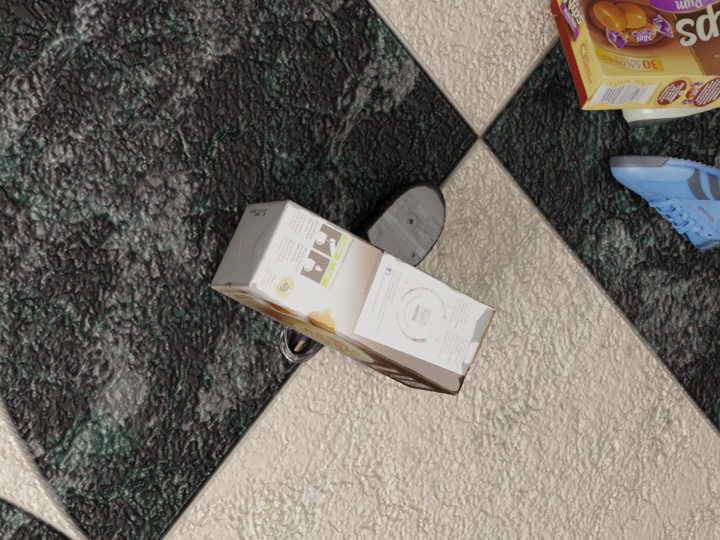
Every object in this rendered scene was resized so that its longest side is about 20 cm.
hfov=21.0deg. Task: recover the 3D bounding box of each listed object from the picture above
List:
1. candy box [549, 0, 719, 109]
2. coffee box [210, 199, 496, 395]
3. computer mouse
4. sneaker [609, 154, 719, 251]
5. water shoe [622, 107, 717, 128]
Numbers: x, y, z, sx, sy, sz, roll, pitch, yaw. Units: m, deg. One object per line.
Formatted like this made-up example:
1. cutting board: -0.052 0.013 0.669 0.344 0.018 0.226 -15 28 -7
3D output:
1. candy box: 0.281 -0.208 1.753 0.198 0.057 0.117 -3 62 -20
2. coffee box: -0.007 0.023 1.578 0.199 0.114 0.080 27 82 -18
3. computer mouse: 0.000 0.000 1.658 0.200 0.034 0.059 -45 105 -14
4. sneaker: 0.314 -0.061 1.828 0.199 0.066 0.079 13 90 -32
5. water shoe: 0.327 -0.192 1.824 0.199 0.071 0.080 -18 97 -31
